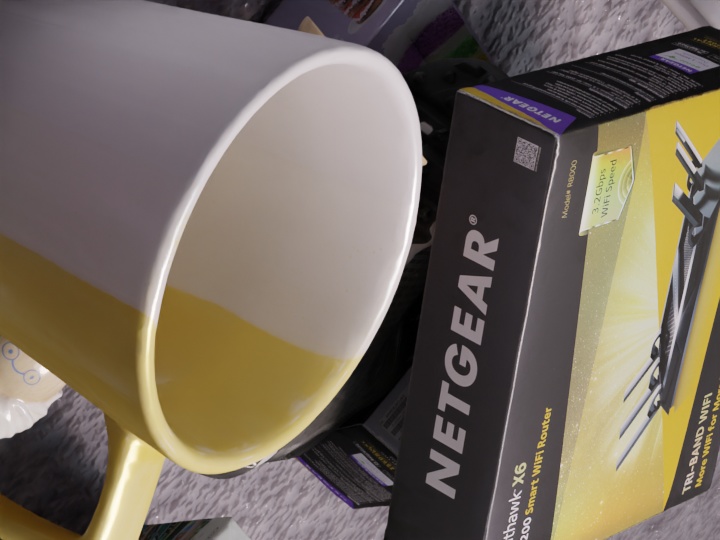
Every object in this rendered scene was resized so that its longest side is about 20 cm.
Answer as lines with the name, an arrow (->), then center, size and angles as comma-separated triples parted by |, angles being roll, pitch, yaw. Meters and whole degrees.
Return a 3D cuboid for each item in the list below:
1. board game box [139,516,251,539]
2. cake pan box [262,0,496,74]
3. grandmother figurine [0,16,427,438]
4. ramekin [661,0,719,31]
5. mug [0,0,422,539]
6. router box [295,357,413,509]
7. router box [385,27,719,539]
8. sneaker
board game box -> -0.105, 0.178, 1.088 | 0.148, 0.064, 0.200 | -45, -175, -15
cake pan box -> -0.022, -0.028, 1.100 | 0.200, 0.052, 0.184 | -49, 150, -5
grandmother figurine -> -0.080, -0.012, 0.976 | 0.200, 0.121, 0.061 | -40, 178, 3
ramekin -> 0.185, -0.137, 1.139 | 0.094, 0.202, 0.202 | -44, 153, 6
mug -> -0.093, -0.015, 0.874 | 0.187, 0.153, 0.149 | -54, 150, -22
router box -> 0.060, 0.017, 1.172 | 0.200, 0.052, 0.157 | -50, -173, -14
router box -> 0.093, 0.014, 1.032 | 0.157, 0.052, 0.200 | -18, 126, -43
sneaker -> 0.000, 0.000, 1.050 | 0.200, 0.066, 0.090 | -54, 158, 6
